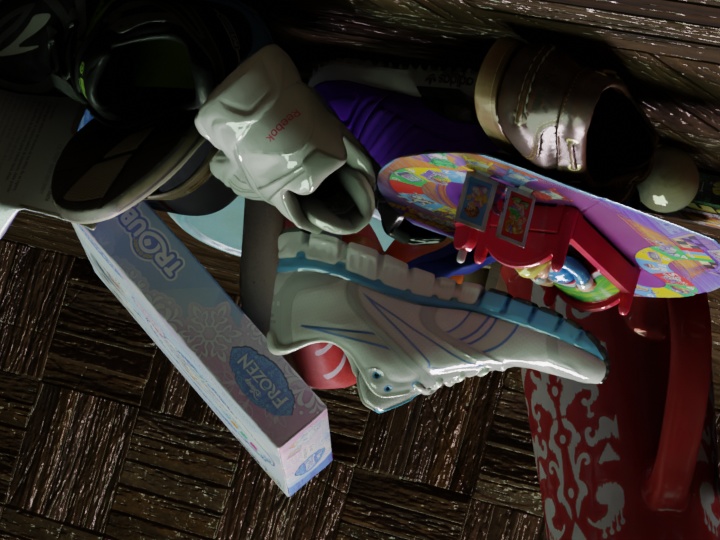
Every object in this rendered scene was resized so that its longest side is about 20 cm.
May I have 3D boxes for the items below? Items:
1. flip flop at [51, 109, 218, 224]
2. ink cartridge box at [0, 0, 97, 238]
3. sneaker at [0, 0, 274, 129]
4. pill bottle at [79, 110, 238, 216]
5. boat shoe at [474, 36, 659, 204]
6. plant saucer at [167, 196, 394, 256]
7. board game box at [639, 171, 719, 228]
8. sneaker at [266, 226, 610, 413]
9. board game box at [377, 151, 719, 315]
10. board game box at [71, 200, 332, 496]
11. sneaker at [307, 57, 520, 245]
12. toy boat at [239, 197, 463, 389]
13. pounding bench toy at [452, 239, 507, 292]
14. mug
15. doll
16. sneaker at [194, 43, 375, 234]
[{"bbox_3d":[-0.107,-0.076,1.613,0.081,0.058,0.200,-2,-153,26],"label":"flip flop"},{"bbox_3d":[-0.231,-0.102,1.661,0.200,0.200,0.041,16,133,0],"label":"ink cartridge box"},{"bbox_3d":[-0.145,-0.124,1.579,0.199,0.071,0.083,7,-153,32],"label":"sneaker"},{"bbox_3d":[-0.167,-0.103,1.785,0.200,0.113,0.112,13,175,36],"label":"pill bottle"},{"bbox_3d":[0.122,-0.068,1.485,0.070,0.071,0.200,15,175,23],"label":"boat shoe"},{"bbox_3d":[-0.044,-0.037,1.899,0.200,0.027,0.200,7,162,2],"label":"plant saucer"},{"bbox_3d":[0.219,-0.044,1.759,0.200,0.024,0.105,14,173,23],"label":"board game box"},{"bbox_3d":[0.040,0.044,1.571,0.200,0.087,0.075,16,175,-2],"label":"sneaker"},{"bbox_3d":[0.099,-0.006,1.517,0.200,0.039,0.158,20,164,-11],"label":"board game box"},{"bbox_3d":[-0.097,0.039,1.713,0.200,0.043,0.199,48,173,9],"label":"board game box"},{"bbox_3d":[0.024,-0.066,1.632,0.069,0.100,0.200,19,173,-35],"label":"sneaker"},{"bbox_3d":[0.000,0.000,1.750,0.130,0.131,0.200,1,162,7],"label":"toy boat"},{"bbox_3d":[0.136,0.014,2.077,0.200,0.125,0.156,19,175,-33],"label":"pounding bench toy"},{"bbox_3d":[0.159,0.083,1.735,0.133,0.201,0.178,-7,167,9],"label":"mug"},{"bbox_3d":[0.105,-0.026,1.655,0.200,0.049,0.136,-24,-177,4],"label":"doll"},{"bbox_3d":[-0.032,-0.053,1.551,0.099,0.078,0.200,48,-178,11],"label":"sneaker"}]
